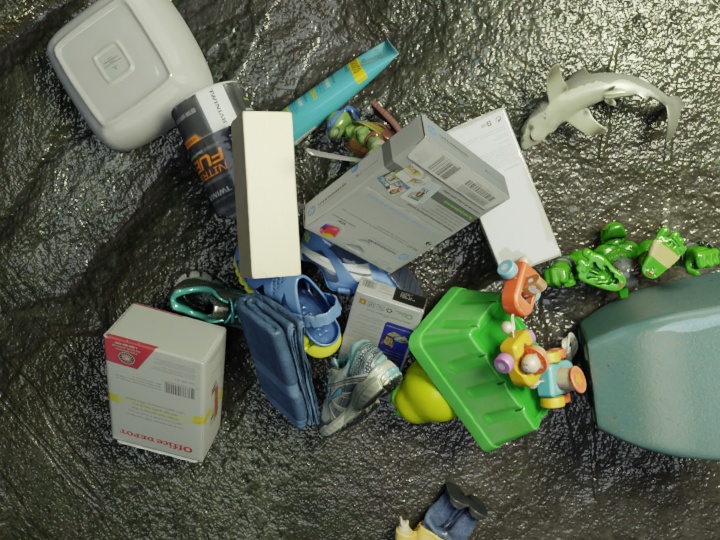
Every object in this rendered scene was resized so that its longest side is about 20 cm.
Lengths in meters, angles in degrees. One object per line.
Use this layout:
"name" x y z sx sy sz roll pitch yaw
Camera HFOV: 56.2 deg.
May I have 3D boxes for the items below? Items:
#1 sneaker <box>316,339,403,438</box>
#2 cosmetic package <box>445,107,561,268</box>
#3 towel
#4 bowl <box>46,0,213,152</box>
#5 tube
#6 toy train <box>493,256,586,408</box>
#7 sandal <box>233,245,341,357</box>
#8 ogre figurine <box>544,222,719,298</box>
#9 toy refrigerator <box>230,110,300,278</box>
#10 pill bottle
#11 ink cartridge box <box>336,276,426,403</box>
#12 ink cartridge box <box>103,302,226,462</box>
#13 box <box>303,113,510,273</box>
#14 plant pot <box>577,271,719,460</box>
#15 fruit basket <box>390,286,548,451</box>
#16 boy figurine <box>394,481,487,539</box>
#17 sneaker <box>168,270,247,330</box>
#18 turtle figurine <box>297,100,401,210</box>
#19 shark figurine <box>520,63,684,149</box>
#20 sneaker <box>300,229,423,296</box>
"sneaker" -0.014 0.165 0.955 0.086 0.077 0.200 55 135 18
"cosmetic package" 0.186 -0.104 0.893 0.085 0.108 0.201 -21 94 10
"towel" -0.110 0.125 0.934 0.112 0.048 0.201 32 145 38
"bowl" -0.329 -0.286 0.942 0.200 0.075 0.200 -30 95 9
"tube" -0.035 -0.242 0.920 0.200 0.078 0.050 -35 127 13
"toy train" 0.231 0.081 0.828 0.200 0.055 0.151 44 58 -31
"sandal" -0.092 0.025 0.929 0.200 0.087 0.079 43 57 5
"ogre figurine" 0.339 -0.010 0.883 0.199 0.120 0.098 -28 91 9
"toy refrigerator" -0.117 -0.092 0.850 0.070 0.076 0.201 -4 92 -21
"pill bottle" -0.171 -0.147 0.928 0.106 0.106 0.201 -24 95 9
"ink cartridge box" 0.022 0.103 0.954 0.094 0.037 0.201 18 129 4
"ink cartridge box" -0.276 0.163 0.964 0.145 0.084 0.201 14 123 5
"box" 0.054 -0.082 0.818 0.156 0.041 0.200 26 134 -36
"plant pot" 0.391 0.125 0.867 0.199 0.196 0.197 -8 98 14
"fruit basket" 0.140 0.142 0.928 0.215 0.155 0.216 27 140 25
"boy figurine" 0.102 0.413 1.003 0.124 0.064 0.200 33 98 -2
"sneaker" -0.183 0.057 0.967 0.199 0.091 0.078 10 99 4
"turtle figurine" 0.019 -0.114 0.893 0.193 0.200 0.144 28 132 -3
"shark figurine" 0.313 -0.235 0.877 0.213 0.090 0.128 -4 132 15
"sneaker" 0.000 0.000 0.949 0.200 0.074 0.082 37 115 -4
